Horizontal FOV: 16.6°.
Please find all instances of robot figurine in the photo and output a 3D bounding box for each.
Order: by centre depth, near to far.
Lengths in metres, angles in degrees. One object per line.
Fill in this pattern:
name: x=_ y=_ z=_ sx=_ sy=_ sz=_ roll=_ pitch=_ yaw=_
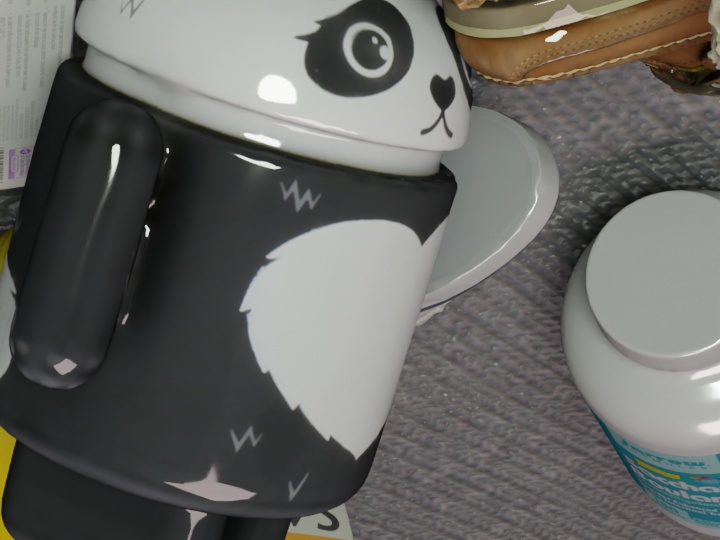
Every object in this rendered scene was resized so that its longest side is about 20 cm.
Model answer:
robot figurine: x=-0.039 y=-0.004 z=0.724 sx=0.125 sy=0.200 sz=0.150 roll=14 pitch=-169 yaw=-13

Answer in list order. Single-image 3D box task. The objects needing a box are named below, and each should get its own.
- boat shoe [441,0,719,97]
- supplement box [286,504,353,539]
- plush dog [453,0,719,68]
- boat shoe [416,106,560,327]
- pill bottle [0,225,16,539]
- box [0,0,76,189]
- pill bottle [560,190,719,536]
boat shoe: x=0.110 y=-0.082 z=0.730 sx=0.200 sy=0.072 sz=0.068 roll=-23 pitch=120 yaw=-31
supplement box: x=-0.113 y=0.159 z=1.179 sx=0.200 sy=0.074 sz=0.126 roll=-34 pitch=149 yaw=34
plush dog: x=0.071 y=-0.151 z=0.615 sx=0.172 sy=0.160 sz=0.200 roll=1 pitch=125 yaw=-3
boat shoe: x=0.000 y=0.000 z=0.924 sx=0.200 sy=0.072 sz=0.066 roll=-31 pitch=156 yaw=31
pill bottle: x=-0.109 y=0.039 z=0.892 sx=0.200 sy=0.111 sz=0.111 roll=-31 pitch=151 yaw=32
box: x=-0.105 y=-0.087 z=0.718 sx=0.041 sy=0.039 sz=0.200 roll=-10 pitch=154 yaw=-13
pill bottle: x=0.147 y=0.036 z=1.033 sx=0.111 sy=0.111 sz=0.200 roll=-20 pitch=154 yaw=9
